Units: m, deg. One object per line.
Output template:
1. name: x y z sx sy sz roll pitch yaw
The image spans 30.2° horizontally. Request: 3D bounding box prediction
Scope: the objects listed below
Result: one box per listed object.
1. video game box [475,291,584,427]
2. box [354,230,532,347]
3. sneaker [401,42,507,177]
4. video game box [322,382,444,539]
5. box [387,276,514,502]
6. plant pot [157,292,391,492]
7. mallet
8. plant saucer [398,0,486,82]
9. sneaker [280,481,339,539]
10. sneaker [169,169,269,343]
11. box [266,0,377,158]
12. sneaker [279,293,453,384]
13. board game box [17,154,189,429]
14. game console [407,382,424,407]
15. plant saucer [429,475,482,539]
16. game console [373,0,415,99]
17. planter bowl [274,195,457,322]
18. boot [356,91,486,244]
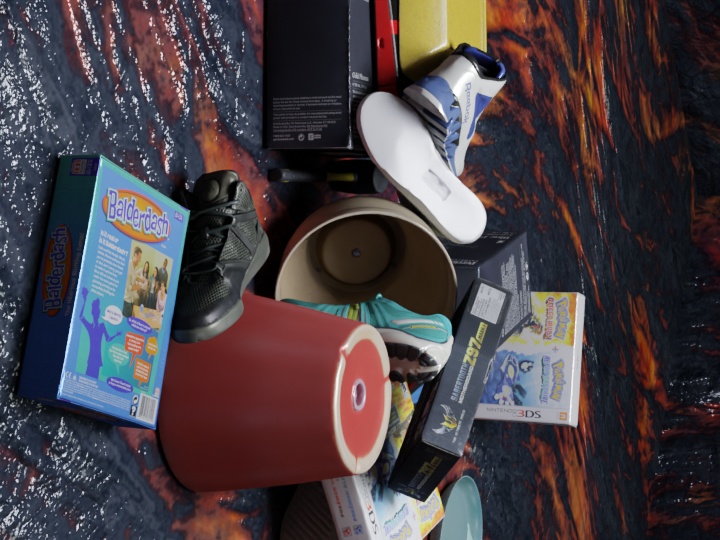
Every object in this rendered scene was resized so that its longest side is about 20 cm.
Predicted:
1. video game box: 0.248 0.133 2.047 0.047 0.180 0.203 22 71 -65
2. box: 0.092 0.026 1.656 0.200 0.194 0.119 -32 120 -62
3. sneaker: 0.111 -0.179 1.473 0.115 0.080 0.200 -45 164 -12
4. video game box: 0.020 0.228 1.504 0.200 0.046 0.185 -26 102 -64
5. box: 0.095 0.129 1.429 0.158 0.050 0.202 112 0 -62
6. plant pot: -0.075 0.119 1.298 0.200 0.175 0.204 1 90 -66
7. mallet: -0.032 -0.107 1.524 0.199 0.065 0.042 -8 100 -66
8. plant saucer: 0.101 -0.301 1.530 0.199 0.048 0.203 19 69 -64
9. sneaker: -0.031 0.267 1.535 0.105 0.074 0.203 48 43 -51
10. sneaker: -0.144 -0.019 1.252 0.200 0.075 0.115 -66 146 -54
11. box: -0.018 -0.222 1.500 0.199 0.103 0.185 -3 94 -67
12. sneaker: 0.001 0.064 1.390 0.080 0.197 0.078 -62 156 -43
13. board game box: -0.213 0.022 1.133 0.152 0.044 0.203 36 59 -62
14. game console: 0.103 0.202 1.784 0.199 0.117 0.175 -1 83 -66
15. plant saucer: 0.141 0.410 2.010 0.200 0.027 0.203 1 90 -67
16. game console: 0.059 -0.267 1.524 0.200 0.031 0.180 -18 103 -67
17. planter bowl: 0.000 0.000 1.484 0.135 0.197 0.203 -103 -179 -63
18. boot: 0.051 -0.108 1.458 0.074 0.095 0.201 -43 109 -14
